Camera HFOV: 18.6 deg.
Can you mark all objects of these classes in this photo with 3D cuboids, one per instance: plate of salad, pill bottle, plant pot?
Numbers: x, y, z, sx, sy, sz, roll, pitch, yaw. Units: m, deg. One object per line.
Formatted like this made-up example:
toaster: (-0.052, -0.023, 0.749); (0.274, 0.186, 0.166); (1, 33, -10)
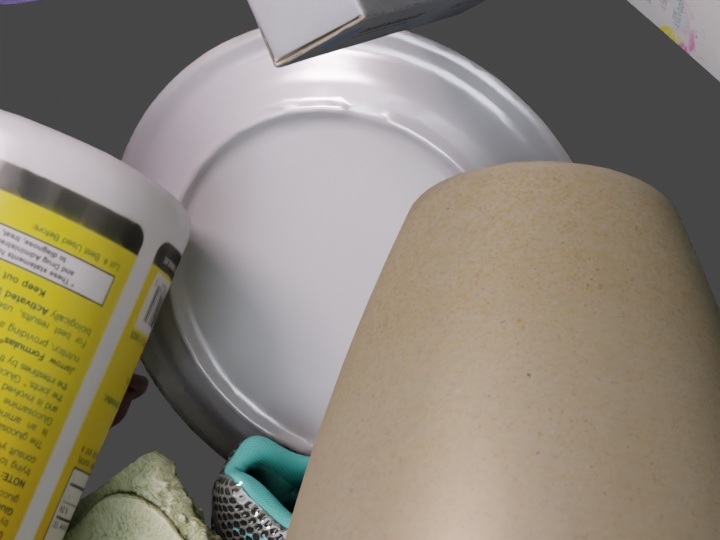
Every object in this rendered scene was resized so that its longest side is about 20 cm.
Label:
plate of salad: (0.000, 0.000, 0.829); (0.199, 0.048, 0.201); (7, 113, 17)
pill bottle: (-0.146, 0.049, 0.774); (0.112, 0.112, 0.201); (19, 80, 21)
plant pot: (0.058, 0.075, 0.700); (0.186, 0.187, 0.201); (-11, 61, 28)

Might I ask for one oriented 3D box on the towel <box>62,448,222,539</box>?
towel: (-0.066, 0.180, 0.805); (0.148, 0.036, 0.200); (-41, 82, 28)

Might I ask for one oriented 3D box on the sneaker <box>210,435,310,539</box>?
sneaker: (0.034, 0.098, 0.799); (0.199, 0.078, 0.092); (-4, 120, 9)

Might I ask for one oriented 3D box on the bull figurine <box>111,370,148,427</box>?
bull figurine: (-0.190, 0.043, 0.913); (0.199, 0.121, 0.066); (-9, 68, 21)

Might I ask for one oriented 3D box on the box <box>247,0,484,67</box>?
box: (-0.023, -0.176, 0.739); (0.041, 0.156, 0.201); (-26, 90, 27)

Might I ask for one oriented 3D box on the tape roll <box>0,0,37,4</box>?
tape roll: (-0.129, -0.205, 0.837); (0.199, 0.066, 0.201); (7, 107, 26)

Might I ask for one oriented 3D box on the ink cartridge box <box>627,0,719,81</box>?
ink cartridge box: (0.113, -0.124, 0.699); (0.200, 0.117, 0.067); (43, 83, 10)
